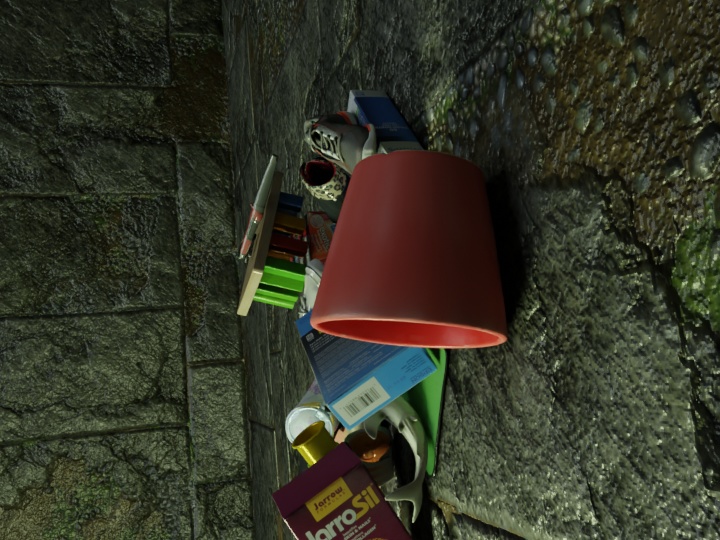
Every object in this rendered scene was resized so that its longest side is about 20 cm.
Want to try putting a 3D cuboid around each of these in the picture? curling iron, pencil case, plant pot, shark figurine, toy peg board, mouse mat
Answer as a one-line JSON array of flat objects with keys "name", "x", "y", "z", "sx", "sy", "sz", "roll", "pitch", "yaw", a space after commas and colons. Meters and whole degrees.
[{"name": "curling iron", "x": -0.175, "y": -0.104, "z": 1.147, "sx": 0.050, "sy": 0.026, "sz": 0.200, "roll": -104, "pitch": 30, "yaw": -60}, {"name": "pencil case", "x": -0.064, "y": 0.235, "z": 1.184, "sx": 0.091, "sy": 0.083, "sz": 0.200, "roll": -65, "pitch": -5, "yaw": 15}, {"name": "plant pot", "x": 0.055, "y": -0.019, "z": 0.714, "sx": 0.200, "sy": 0.200, "sz": 0.177, "roll": 147, "pitch": 129, "yaw": -71}, {"name": "shark figurine", "x": 0.056, "y": 0.222, "z": 0.942, "sx": 0.215, "sy": 0.128, "sz": 0.090, "roll": 55, "pitch": 174, "yaw": 30}, {"name": "toy peg board", "x": -0.142, "y": -0.035, "z": 1.220, "sx": 0.200, "sy": 0.098, "sz": 0.199, "roll": 126, "pitch": 156, "yaw": -60}, {"name": "mouse mat", "x": 0.081, "y": 0.163, "z": 0.946, "sx": 0.161, "sy": 0.008, "sz": 0.200, "roll": -129, "pitch": 41, "yaw": -63}]

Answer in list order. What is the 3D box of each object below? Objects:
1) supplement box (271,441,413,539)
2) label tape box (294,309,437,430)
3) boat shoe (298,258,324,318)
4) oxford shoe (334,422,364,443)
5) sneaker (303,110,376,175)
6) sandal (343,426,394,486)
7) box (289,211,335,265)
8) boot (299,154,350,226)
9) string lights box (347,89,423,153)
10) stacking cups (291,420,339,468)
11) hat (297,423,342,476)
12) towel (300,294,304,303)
[{"name": "supplement box", "x": -0.011, "y": 0.363, "z": 0.938, "sx": 0.200, "sy": 0.131, "sz": 0.103, "roll": 58, "pitch": 167, "yaw": -9}, {"name": "label tape box", "x": 0.001, "y": 0.102, "z": 0.939, "sx": 0.063, "sy": 0.144, "sz": 0.200, "roll": 54, "pitch": -177, "yaw": -32}, {"name": "boat shoe", "x": -0.065, "y": 0.067, "z": 1.067, "sx": 0.072, "sy": 0.066, "sz": 0.200, "roll": 40, "pitch": 153, "yaw": 31}, {"name": "oxford shoe", "x": 0.016, "y": 0.251, "z": 1.111, "sx": 0.074, "sy": 0.071, "sz": 0.200, "roll": 44, "pitch": 139, "yaw": 26}, {"name": "sneaker", "x": -0.034, "y": -0.171, "z": 0.938, "sx": 0.200, "sy": 0.082, "sz": 0.077, "roll": -128, "pitch": 39, "yaw": -63}, {"name": "sandal", "x": 0.018, "y": 0.325, "z": 1.078, "sx": 0.059, "sy": 0.079, "sz": 0.207, "roll": -113, "pitch": 18, "yaw": -47}, {"name": "box", "x": -0.070, "y": -0.038, "z": 1.265, "sx": 0.200, "sy": 0.095, "sz": 0.100, "roll": 145, "pitch": 122, "yaw": -70}, {"name": "boot", "x": -0.039, "y": -0.129, "z": 1.063, "sx": 0.154, "sy": 0.073, "sz": 0.204, "roll": 50, "pitch": -176, "yaw": -40}, {"name": "string lights box", "x": 0.028, "y": -0.171, "z": 0.980, "sx": 0.200, "sy": 0.059, "sz": 0.103, "roll": -113, "pitch": 26, "yaw": -48}, {"name": "stacking cups", "x": -0.019, "y": 0.318, "z": 1.018, "sx": 0.200, "sy": 0.060, "sz": 0.061, "roll": 53, "pitch": 166, "yaw": -10}, {"name": "hat", "x": -0.070, "y": 0.349, "z": 1.363, "sx": 0.201, "sy": 0.081, "sz": 0.201, "roll": -174, "pitch": 90, "yaw": -72}, {"name": "towel", "x": -0.035, "y": 0.081, "z": 1.160, "sx": 0.133, "sy": 0.034, "sz": 0.200, "roll": 57, "pitch": 158, "yaw": -4}]
